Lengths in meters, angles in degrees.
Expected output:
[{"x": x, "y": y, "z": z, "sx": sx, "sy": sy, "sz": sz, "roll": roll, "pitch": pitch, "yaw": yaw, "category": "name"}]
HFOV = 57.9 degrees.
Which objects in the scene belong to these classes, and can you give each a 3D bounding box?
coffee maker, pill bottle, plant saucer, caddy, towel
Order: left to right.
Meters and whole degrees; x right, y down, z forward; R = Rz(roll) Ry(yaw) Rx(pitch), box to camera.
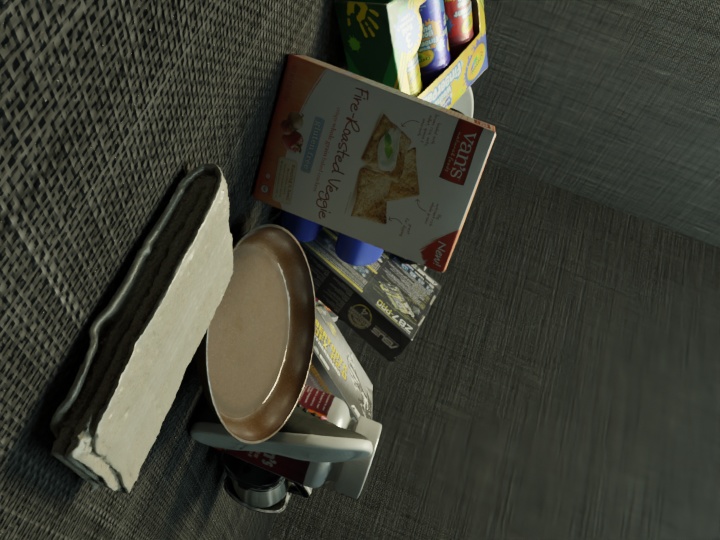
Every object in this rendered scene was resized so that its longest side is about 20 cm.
[{"x": -0.137, "y": 0.042, "z": 0.439, "sx": 0.133, "sy": 0.034, "sz": 0.203, "roll": 106, "pitch": 4, "yaw": -60, "category": "towel"}, {"x": -0.099, "y": 0.058, "z": 0.622, "sx": 0.199, "sy": 0.031, "sz": 0.206, "roll": 4, "pitch": 90, "yaw": -68, "category": "plant saucer"}, {"x": -0.134, "y": 0.233, "z": 0.941, "sx": 0.201, "sy": 0.131, "sz": 0.197, "roll": 106, "pitch": -18, "yaw": -60, "category": "coffee maker"}, {"x": -0.079, "y": 0.195, "z": 0.792, "sx": 0.110, "sy": 0.196, "sz": 0.112, "roll": 20, "pitch": 91, "yaw": -86, "category": "pill bottle"}, {"x": -0.010, "y": -0.097, "z": 0.761, "sx": 0.201, "sy": 0.139, "sz": 0.107, "roll": -65, "pitch": 177, "yaw": -63, "category": "caddy"}]

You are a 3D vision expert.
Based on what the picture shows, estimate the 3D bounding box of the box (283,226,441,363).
[{"x": 0.000, "y": 0.000, "z": 0.813, "sx": 0.049, "sy": 0.199, "sz": 0.161, "roll": -50, "pitch": 179, "yaw": 28, "category": "box"}]

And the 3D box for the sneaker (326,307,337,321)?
[{"x": -0.062, "y": 0.026, "z": 1.110, "sx": 0.200, "sy": 0.076, "sz": 0.115, "roll": -41, "pitch": 152, "yaw": -82, "category": "sneaker"}]

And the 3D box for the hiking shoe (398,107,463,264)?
[{"x": 0.091, "y": -0.107, "z": 0.851, "sx": 0.087, "sy": 0.073, "sz": 0.205, "roll": -149, "pitch": -103, "yaw": -77, "category": "hiking shoe"}]

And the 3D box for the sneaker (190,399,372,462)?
[{"x": -0.079, "y": 0.146, "z": 0.707, "sx": 0.071, "sy": 0.194, "sz": 0.101, "roll": 89, "pitch": 10, "yaw": -60, "category": "sneaker"}]

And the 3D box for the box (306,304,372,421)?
[{"x": -0.050, "y": 0.134, "z": 0.921, "sx": 0.048, "sy": 0.203, "sz": 0.159, "roll": -27, "pitch": -165, "yaw": 11, "category": "box"}]

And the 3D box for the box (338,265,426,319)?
[{"x": 0.015, "y": 0.015, "z": 1.246, "sx": 0.198, "sy": 0.196, "sz": 0.119, "roll": 105, "pitch": 8, "yaw": -59, "category": "box"}]

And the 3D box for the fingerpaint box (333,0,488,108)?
[{"x": 0.070, "y": -0.268, "z": 0.748, "sx": 0.200, "sy": 0.072, "sz": 0.169, "roll": -48, "pitch": 141, "yaw": -32, "category": "fingerpaint box"}]

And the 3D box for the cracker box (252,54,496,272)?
[{"x": 0.012, "y": -0.100, "z": 0.605, "sx": 0.058, "sy": 0.196, "sz": 0.137, "roll": -58, "pitch": 168, "yaw": -71, "category": "cracker box"}]

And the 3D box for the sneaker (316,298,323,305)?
[{"x": -0.039, "y": -0.008, "z": 0.886, "sx": 0.112, "sy": 0.072, "sz": 0.200, "roll": -43, "pitch": 168, "yaw": 9, "category": "sneaker"}]

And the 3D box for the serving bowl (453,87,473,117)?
[{"x": 0.087, "y": -0.194, "z": 0.957, "sx": 0.199, "sy": 0.065, "sz": 0.203, "roll": -41, "pitch": 147, "yaw": -33, "category": "serving bowl"}]
